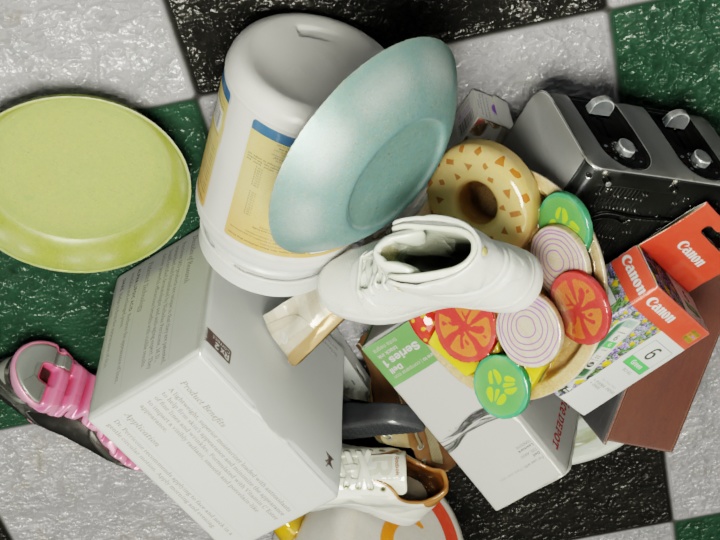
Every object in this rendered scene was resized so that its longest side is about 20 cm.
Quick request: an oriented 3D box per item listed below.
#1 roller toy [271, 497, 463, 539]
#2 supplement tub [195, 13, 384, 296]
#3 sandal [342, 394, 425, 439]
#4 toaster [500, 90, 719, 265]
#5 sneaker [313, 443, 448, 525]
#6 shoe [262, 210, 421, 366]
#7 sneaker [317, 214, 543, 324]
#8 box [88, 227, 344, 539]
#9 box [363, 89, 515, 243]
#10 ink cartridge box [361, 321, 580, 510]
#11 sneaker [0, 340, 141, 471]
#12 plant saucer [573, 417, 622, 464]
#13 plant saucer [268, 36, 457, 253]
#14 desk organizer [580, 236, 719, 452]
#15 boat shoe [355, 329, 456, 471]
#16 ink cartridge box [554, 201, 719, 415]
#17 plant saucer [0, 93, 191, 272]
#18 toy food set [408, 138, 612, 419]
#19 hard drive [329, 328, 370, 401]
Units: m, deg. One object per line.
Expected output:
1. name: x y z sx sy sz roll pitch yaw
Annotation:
1. roller toy: 0.003 0.298 1.764 0.199 0.184 0.139 5 158 -43
2. supplement tub: -0.056 -0.092 1.417 0.143 0.146 0.201 8 134 -13
3. sandal: -0.011 0.132 1.635 0.076 0.043 0.199 16 163 -42
4. toaster: 0.204 -0.050 1.477 0.179 0.119 0.201 5 135 -29
5. sneaker: -0.005 0.188 1.655 0.198 0.073 0.085 13 147 -27
6. shoe: 0.000 0.000 1.499 0.200 0.070 0.053 -41 84 6
7. sneaker: 0.028 -0.007 1.342 0.198 0.074 0.115 -6 161 34
8. box: -0.121 0.100 1.543 0.130 0.201 0.199 -29 121 21
9. box: 0.066 -0.072 1.522 0.038 0.042 0.201 18 129 -22
10. ink cartridge box: 0.105 0.093 1.565 0.084 0.146 0.200 -33 104 25
11. sneaker: -0.279 0.135 1.681 0.095 0.080 0.200 -15 138 40
12. plant saucer: 0.193 0.113 1.707 0.198 0.051 0.201 -2 134 -2
13. plant saucer: 0.015 -0.084 1.323 0.201 0.039 0.202 -40 155 -22
14. desk organizer: 0.277 0.062 1.602 0.076 0.072 0.202 12 109 -21
15. boat shoe: 0.043 0.140 1.686 0.074 0.076 0.201 -39 131 -6
16. ink cartridge box: 0.236 0.035 1.456 0.199 0.051 0.109 -35 141 18
17. plant saucer: -0.245 -0.080 1.491 0.198 0.031 0.201 -3 134 -3
18. toy food set: 0.115 0.010 1.393 0.048 0.198 0.201 -15 139 -52
19. hard drive: -0.089 0.132 1.715 0.198 0.026 0.132 -21 132 14
